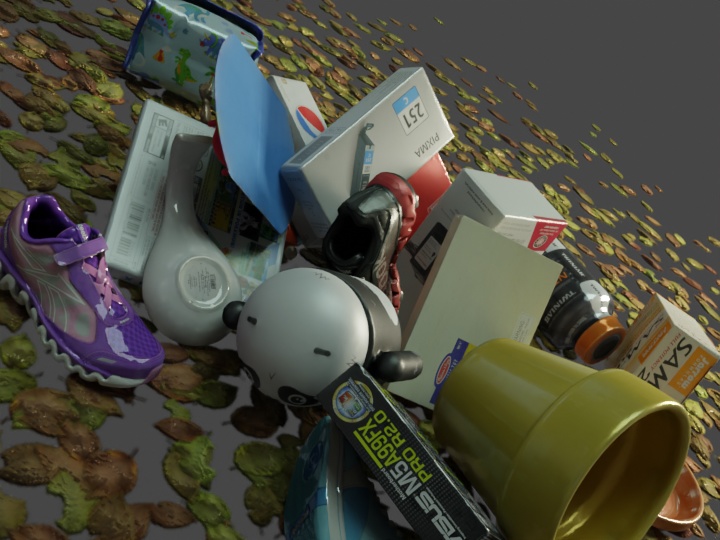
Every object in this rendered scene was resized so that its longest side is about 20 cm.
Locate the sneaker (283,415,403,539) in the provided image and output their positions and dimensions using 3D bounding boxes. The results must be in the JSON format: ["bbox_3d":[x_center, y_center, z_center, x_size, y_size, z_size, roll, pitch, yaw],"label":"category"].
[{"bbox_3d":[0.010,0.212,0.740,0.130,0.080,0.201,22,38,-19],"label":"sneaker"}]

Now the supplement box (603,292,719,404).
[{"bbox_3d":[0.391,0.115,1.245,0.073,0.126,0.200,35,14,3],"label":"supplement box"}]

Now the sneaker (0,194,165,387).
[{"bbox_3d":[-0.235,0.011,0.787,0.200,0.089,0.080,42,26,14],"label":"sneaker"}]

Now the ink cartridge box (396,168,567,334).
[{"bbox_3d":[0.126,-0.013,1.116,0.145,0.200,0.084,1,43,-49],"label":"ink cartridge box"}]

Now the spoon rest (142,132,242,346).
[{"bbox_3d":[-0.161,-0.026,0.903,0.099,0.060,0.202,4,74,-30],"label":"spoon rest"}]

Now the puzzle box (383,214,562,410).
[{"bbox_3d":[0.118,0.058,1.002,0.132,0.201,0.025,25,-2,-18],"label":"puzzle box"}]

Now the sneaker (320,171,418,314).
[{"bbox_3d":[0.000,0.000,0.974,0.071,0.202,0.098,30,38,31],"label":"sneaker"}]

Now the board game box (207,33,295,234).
[{"bbox_3d":[-0.118,-0.129,0.944,0.200,0.039,0.159,52,33,-59],"label":"board game box"}]

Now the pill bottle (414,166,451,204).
[{"bbox_3d":[0.060,-0.090,1.179,0.200,0.112,0.113,52,6,-45],"label":"pill bottle"}]

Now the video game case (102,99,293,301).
[{"bbox_3d":[-0.160,-0.058,0.965,0.181,0.022,0.202,22,57,-23],"label":"video game case"}]

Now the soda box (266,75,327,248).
[{"bbox_3d":[-0.065,-0.127,1.105,0.068,0.064,0.201,-1,61,-56],"label":"soda box"}]

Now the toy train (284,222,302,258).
[{"bbox_3d":[-0.077,-0.064,1.144,0.199,0.055,0.151,8,54,-53],"label":"toy train"}]

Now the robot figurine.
[{"bbox_3d":[-0.034,0.064,0.862,0.126,0.149,0.200,68,14,11],"label":"robot figurine"}]

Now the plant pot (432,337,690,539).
[{"bbox_3d":[0.177,0.164,0.900,0.200,0.202,0.189,6,21,-44],"label":"plant pot"}]

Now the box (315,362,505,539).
[{"bbox_3d":[0.048,0.168,0.771,0.160,0.044,0.200,50,-2,21],"label":"box"}]

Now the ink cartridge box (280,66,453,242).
[{"bbox_3d":[0.028,-0.097,1.042,0.045,0.200,0.177,12,-42,51],"label":"ink cartridge box"}]

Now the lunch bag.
[{"bbox_3d":[-0.229,-0.315,1.323,0.169,0.128,0.200,24,14,-14],"label":"lunch bag"}]

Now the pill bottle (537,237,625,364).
[{"bbox_3d":[0.279,0.036,1.312,0.106,0.107,0.200,6,37,-44],"label":"pill bottle"}]

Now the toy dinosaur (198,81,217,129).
[{"bbox_3d":[-0.170,-0.120,1.105,0.136,0.085,0.201,50,19,-55],"label":"toy dinosaur"}]

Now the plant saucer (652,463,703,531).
[{"bbox_3d":[0.314,0.226,1.115,0.199,0.032,0.201,26,28,-15],"label":"plant saucer"}]
